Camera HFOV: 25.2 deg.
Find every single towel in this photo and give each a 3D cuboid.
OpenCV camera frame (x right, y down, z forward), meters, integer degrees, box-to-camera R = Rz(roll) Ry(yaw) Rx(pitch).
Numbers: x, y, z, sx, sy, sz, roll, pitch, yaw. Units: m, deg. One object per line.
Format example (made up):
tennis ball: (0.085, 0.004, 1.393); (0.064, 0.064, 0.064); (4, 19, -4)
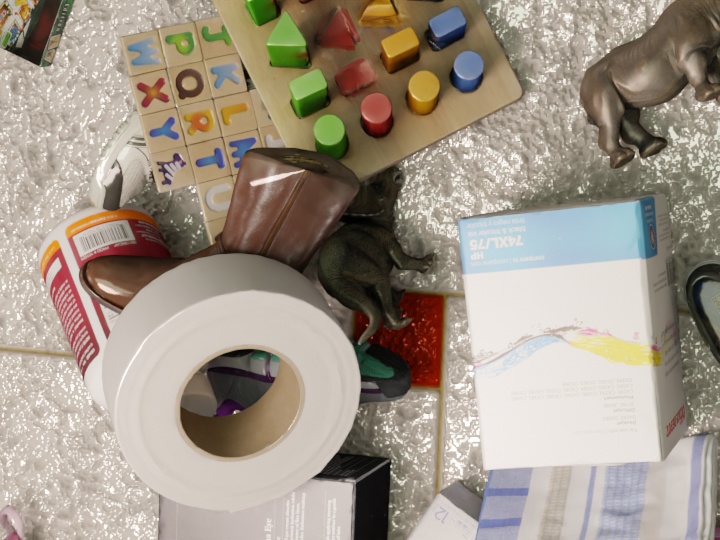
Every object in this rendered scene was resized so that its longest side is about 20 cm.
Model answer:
towel: (0.190, 0.189, 1.299); (0.199, 0.147, 0.024); (-8, 122, 21)

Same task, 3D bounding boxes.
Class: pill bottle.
pill bottle: (-0.199, 0.049, 1.400); (0.113, 0.113, 0.200); (-36, 61, 18)

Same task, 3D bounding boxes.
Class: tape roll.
tape roll: (-0.103, 0.091, 1.288); (0.202, 0.071, 0.203); (-8, 118, -16)

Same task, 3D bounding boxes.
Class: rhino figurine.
rhino figurine: (0.262, -0.171, 1.282); (0.200, 0.060, 0.088); (-37, 72, 15)

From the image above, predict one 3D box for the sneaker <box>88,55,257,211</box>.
sneaker: (-0.148, -0.118, 1.393); (0.088, 0.076, 0.200); (41, 81, 2)

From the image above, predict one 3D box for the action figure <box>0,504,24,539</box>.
action figure: (-0.277, 0.335, 1.511); (0.199, 0.134, 0.149); (20, 58, 4)

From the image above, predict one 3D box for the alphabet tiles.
alphabet tiles: (-0.103, -0.118, 1.376); (0.167, 0.008, 0.201); (-16, 95, -24)

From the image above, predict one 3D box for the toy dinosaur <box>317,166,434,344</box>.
toy dinosaur: (0.000, 0.000, 1.352); (0.102, 0.200, 0.077); (34, 134, -10)

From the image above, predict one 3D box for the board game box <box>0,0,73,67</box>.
board game box: (-0.299, -0.300, 1.484); (0.105, 0.023, 0.200); (27, 103, 17)

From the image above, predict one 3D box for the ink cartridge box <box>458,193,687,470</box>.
ink cartridge box: (0.173, 0.047, 1.285); (0.146, 0.147, 0.201); (-5, 92, 19)

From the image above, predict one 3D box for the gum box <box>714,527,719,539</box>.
gum box: (0.279, 0.251, 1.250); (0.199, 0.114, 0.066); (-15, 98, -4)

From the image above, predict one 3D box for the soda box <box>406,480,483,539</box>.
soda box: (0.135, 0.267, 1.361); (0.200, 0.063, 0.068); (35, 103, 13)

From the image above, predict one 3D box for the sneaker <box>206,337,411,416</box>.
sneaker: (-0.045, 0.107, 1.417); (0.199, 0.074, 0.088); (8, 114, 26)

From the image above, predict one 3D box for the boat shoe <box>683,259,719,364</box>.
boat shoe: (0.322, 0.081, 1.284); (0.069, 0.057, 0.200); (-38, 82, 18)

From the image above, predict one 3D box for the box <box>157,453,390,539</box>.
box: (-0.076, 0.260, 1.412); (0.182, 0.104, 0.201); (5, 96, 18)

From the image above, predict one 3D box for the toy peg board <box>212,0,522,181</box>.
toy peg board: (0.005, -0.192, 1.316); (0.199, 0.098, 0.200); (-27, 86, -1)

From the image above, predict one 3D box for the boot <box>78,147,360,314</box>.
boot: (-0.115, -0.035, 1.293); (0.186, 0.064, 0.200); (10, 138, -19)
